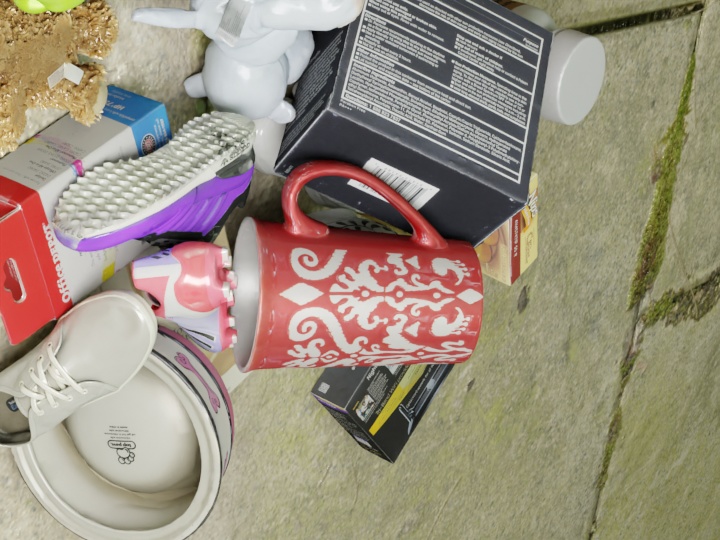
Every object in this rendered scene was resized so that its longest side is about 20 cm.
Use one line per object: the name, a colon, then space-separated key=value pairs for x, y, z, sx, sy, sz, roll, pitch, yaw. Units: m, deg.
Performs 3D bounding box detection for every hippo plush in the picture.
hippo plush: x=-0.072 y=-0.196 z=1.227 sx=0.161 sy=0.159 sz=0.200 roll=90 pitch=19 yaw=-49

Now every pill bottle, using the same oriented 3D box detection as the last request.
pill bottle: x=0.139 y=-0.216 z=1.478 sx=0.114 sy=0.199 sz=0.115 roll=-32 pitch=133 yaw=-42

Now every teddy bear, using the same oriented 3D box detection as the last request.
teddy bear: x=-0.252 y=-0.163 z=1.083 sx=0.200 sy=0.067 sz=0.146 roll=-29 pitch=132 yaw=-51

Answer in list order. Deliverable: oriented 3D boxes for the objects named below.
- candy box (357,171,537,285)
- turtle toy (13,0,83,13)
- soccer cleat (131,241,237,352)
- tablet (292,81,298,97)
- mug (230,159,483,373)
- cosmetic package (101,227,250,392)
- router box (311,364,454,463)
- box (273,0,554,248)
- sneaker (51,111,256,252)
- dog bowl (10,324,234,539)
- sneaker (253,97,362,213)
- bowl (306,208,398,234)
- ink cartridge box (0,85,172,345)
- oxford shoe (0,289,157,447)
candy box: x=0.082 y=-0.077 z=1.473 sx=0.055 sy=0.199 sz=0.116 roll=-45 pitch=146 yaw=-32
turtle toy: x=-0.186 y=-0.263 z=1.043 sx=0.200 sy=0.145 sz=0.101 roll=-57 pitch=172 yaw=-37
soccer cleat: x=-0.140 y=0.022 z=1.198 sx=0.200 sy=0.076 sz=0.067 roll=101 pitch=-12 yaw=-75
tablet: x=0.046 y=-0.146 z=1.405 sx=0.130 sy=0.200 sz=0.014 roll=-44 pitch=168 yaw=-30
mug: x=0.001 y=0.010 z=1.251 sx=0.199 sy=0.134 sz=0.178 roll=3 pitch=137 yaw=-15
cosmetic package: x=-0.164 y=0.032 z=1.313 sx=0.105 sy=0.071 sz=0.201 roll=-44 pitch=141 yaw=-32
router box: x=0.043 y=0.098 z=1.667 sx=0.200 sy=0.052 sz=0.157 roll=-57 pitch=145 yaw=-15
box: x=0.051 y=-0.151 z=1.310 sx=0.199 sy=0.123 sz=0.199 roll=24 pitch=57 yaw=-17
sneaker: x=-0.154 y=-0.044 z=1.161 sx=0.200 sy=0.069 sz=0.100 roll=-33 pitch=139 yaw=-39
dog bowl: x=-0.194 y=0.131 z=1.232 sx=0.074 sy=0.199 sz=0.201 roll=-46 pitch=146 yaw=-62
sneaker: x=-0.034 y=-0.104 z=1.401 sx=0.200 sy=0.088 sz=0.076 roll=30 pitch=86 yaw=-57
bowl: x=-0.031 y=0.000 z=1.433 sx=0.200 sy=0.200 sz=0.095 roll=9 pitch=58 yaw=-56
ink cartridge box: x=-0.235 y=-0.046 z=1.168 sx=0.200 sy=0.067 sz=0.117 roll=-41 pitch=138 yaw=-35
oxford shoe: x=-0.237 y=0.084 z=1.156 sx=0.200 sy=0.075 sz=0.058 roll=-33 pitch=-173 yaw=26
